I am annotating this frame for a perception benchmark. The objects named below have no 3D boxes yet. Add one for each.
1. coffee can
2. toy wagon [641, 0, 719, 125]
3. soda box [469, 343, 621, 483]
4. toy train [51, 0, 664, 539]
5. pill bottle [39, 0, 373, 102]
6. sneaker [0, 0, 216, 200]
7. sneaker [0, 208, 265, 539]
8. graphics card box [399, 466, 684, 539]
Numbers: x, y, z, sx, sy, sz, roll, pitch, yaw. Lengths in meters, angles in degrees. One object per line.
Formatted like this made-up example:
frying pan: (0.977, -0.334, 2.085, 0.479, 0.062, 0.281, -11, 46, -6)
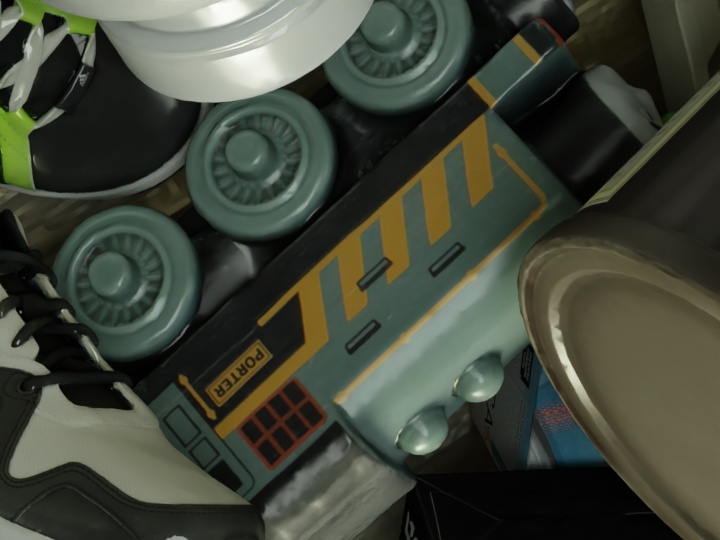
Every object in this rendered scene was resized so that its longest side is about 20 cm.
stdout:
coffee can: (0.160, -0.019, 0.681, 0.200, 0.146, 0.146, -44, 110, -19)
toy wagon: (0.180, -0.059, 0.792, 0.200, 0.040, 0.155, 35, 74, -11)
soda box: (0.140, 0.033, 0.818, 0.200, 0.068, 0.064, 0, 113, -13)
toy train: (0.000, 0.000, 0.750, 0.200, 0.085, 0.114, -42, 67, 2)
pill bottle: (-0.063, -0.135, 0.653, 0.112, 0.112, 0.200, -32, 139, -3)
sneaker: (-0.132, -0.069, 0.723, 0.200, 0.083, 0.072, 24, 98, -18)
sneaker: (-0.103, 0.027, 0.708, 0.074, 0.200, 0.080, 15, 100, -59)
graphics card box: (0.067, 0.150, 0.810, 0.125, 0.051, 0.200, 0, 125, -12)
